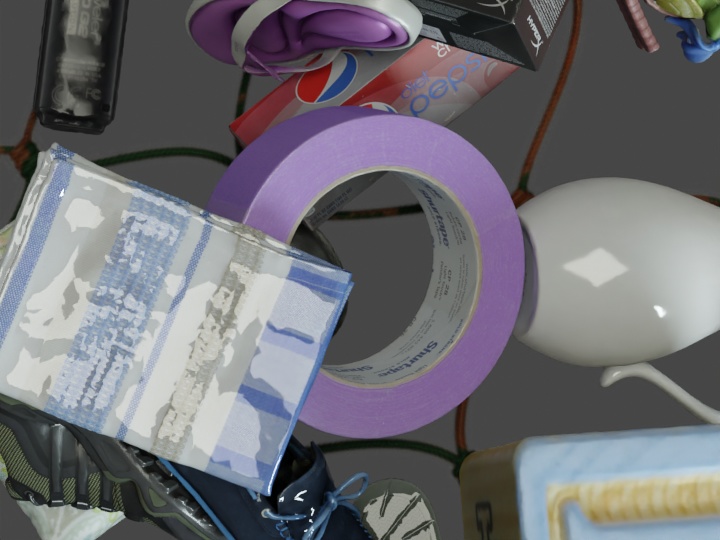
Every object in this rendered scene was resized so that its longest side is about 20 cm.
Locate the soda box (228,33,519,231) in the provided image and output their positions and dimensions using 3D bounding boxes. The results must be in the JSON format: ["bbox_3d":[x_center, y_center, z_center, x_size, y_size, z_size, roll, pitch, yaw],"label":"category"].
[{"bbox_3d":[0.018,-0.120,1.481,0.200,0.063,0.070,-38,128,-4],"label":"soda box"}]

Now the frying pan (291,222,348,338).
[{"bbox_3d":[-0.090,0.012,1.454,0.190,0.031,0.115,-13,69,-38],"label":"frying pan"}]

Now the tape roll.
[{"bbox_3d":[0.000,0.000,1.423,0.200,0.066,0.200,-5,102,-25],"label":"tape roll"}]

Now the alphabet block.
[{"bbox_3d":[0.175,0.198,1.417,0.195,0.200,0.197,-2,83,-6],"label":"alphabet block"}]

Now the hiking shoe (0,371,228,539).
[{"bbox_3d":[-0.166,0.112,1.413,0.200,0.101,0.076,40,38,-18],"label":"hiking shoe"}]

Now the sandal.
[{"bbox_3d":[-0.047,-0.146,1.435,0.082,0.203,0.050,34,67,-32],"label":"sandal"}]

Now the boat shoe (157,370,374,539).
[{"bbox_3d":[-0.049,0.135,1.381,0.200,0.069,0.084,41,38,-17],"label":"boat shoe"}]

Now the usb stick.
[{"bbox_3d":[-0.177,-0.190,1.506,0.055,0.033,0.200,8,82,-13],"label":"usb stick"}]

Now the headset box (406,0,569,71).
[{"bbox_3d":[0.075,-0.243,1.423,0.148,0.075,0.200,20,77,22],"label":"headset box"}]

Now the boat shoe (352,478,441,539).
[{"bbox_3d":[0.035,0.232,1.467,0.074,0.065,0.202,-13,87,3],"label":"boat shoe"}]

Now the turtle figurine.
[{"bbox_3d":[0.215,-0.257,1.508,0.194,0.200,0.144,39,46,3],"label":"turtle figurine"}]

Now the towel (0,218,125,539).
[{"bbox_3d":[-0.180,0.056,1.470,0.171,0.048,0.200,-36,88,-6],"label":"towel"}]

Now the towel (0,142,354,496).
[{"bbox_3d":[-0.118,0.029,1.334,0.200,0.024,0.147,23,88,-5],"label":"towel"}]

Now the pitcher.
[{"bbox_3d":[0.192,0.025,1.491,0.200,0.121,0.172,-2,99,-18],"label":"pitcher"}]
